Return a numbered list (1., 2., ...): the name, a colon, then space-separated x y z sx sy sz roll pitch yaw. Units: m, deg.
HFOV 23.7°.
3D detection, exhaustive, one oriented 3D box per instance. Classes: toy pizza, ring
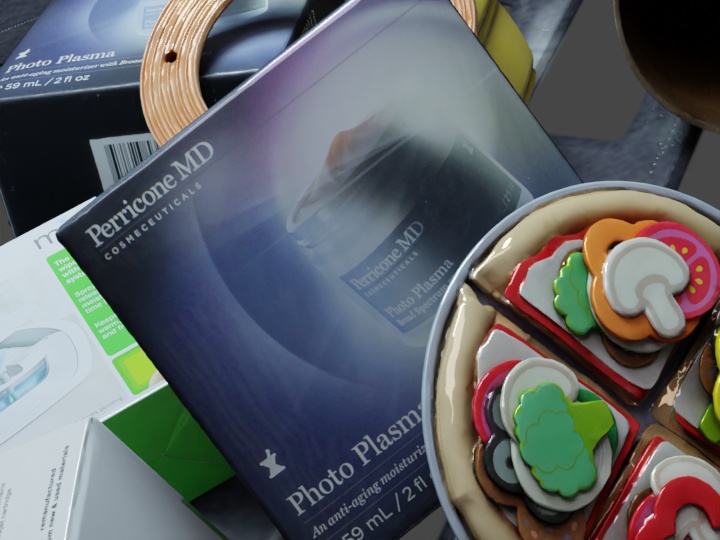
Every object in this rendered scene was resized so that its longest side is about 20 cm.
1. toy pizza: 0.120 0.058 0.694 0.198 0.032 0.203 5 74 -19
2. ring: -0.029 -0.122 0.968 0.198 0.019 0.202 -8 57 13

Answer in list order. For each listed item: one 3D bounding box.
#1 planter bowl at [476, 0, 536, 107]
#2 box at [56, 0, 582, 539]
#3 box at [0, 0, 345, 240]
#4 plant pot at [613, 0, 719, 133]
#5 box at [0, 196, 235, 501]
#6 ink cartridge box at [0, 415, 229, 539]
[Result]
1. planter bowl: 0.054 -0.103 1.069 0.083 0.201 0.202 26 48 -7
2. box: 0.000 0.000 0.786 0.199 0.199 0.123 -38 3 -2
3. box: -0.117 -0.113 1.114 0.197 0.124 0.199 -5 30 13
4. plant pot: 0.248 -0.213 1.108 0.184 0.189 0.201 -9 27 8
5. box: -0.191 0.080 0.979 0.199 0.097 0.177 -29 45 -12
6. ink cartridge box: -0.162 0.168 0.793 0.198 0.145 0.085 -23 39 24
